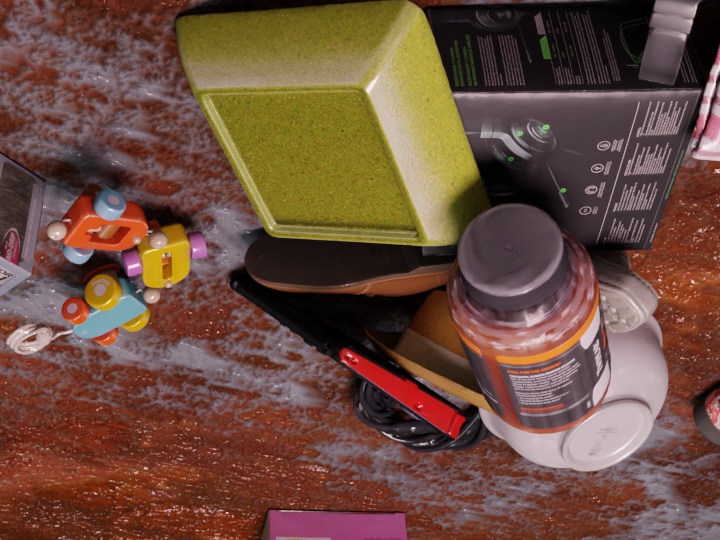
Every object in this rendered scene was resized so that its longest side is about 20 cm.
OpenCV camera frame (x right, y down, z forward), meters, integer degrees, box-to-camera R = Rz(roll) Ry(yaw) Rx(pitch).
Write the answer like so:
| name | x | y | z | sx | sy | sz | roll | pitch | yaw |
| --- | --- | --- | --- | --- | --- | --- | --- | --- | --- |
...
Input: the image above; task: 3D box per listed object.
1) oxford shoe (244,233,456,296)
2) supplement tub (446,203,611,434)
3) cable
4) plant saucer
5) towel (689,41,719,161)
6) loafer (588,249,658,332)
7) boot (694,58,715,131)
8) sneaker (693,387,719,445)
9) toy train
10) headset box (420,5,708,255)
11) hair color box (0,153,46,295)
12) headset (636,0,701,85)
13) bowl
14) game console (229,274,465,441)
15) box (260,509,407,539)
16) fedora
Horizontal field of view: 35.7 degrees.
| name | x | y | z | sx | sy | sz | roll | pitch | yaw |
| --- | --- | --- | --- | --- | --- | --- | --- | --- | --- |
| oxford shoe | 0.000 | 0.000 | 0.968 | 0.199 | 0.072 | 0.071 | -2 | 147 | -6 |
| supplement tub | 0.122 | 0.035 | 0.806 | 0.106 | 0.107 | 0.200 | -12 | 148 | 10 |
| cable | 0.073 | 0.128 | 1.159 | 0.163 | 0.051 | 0.200 | -21 | 141 | 27 |
| plant saucer | -0.024 | -0.087 | 0.785 | 0.199 | 0.048 | 0.200 | 4 | 137 | 31 |
| towel | 0.304 | -0.151 | 0.713 | 0.146 | 0.030 | 0.201 | 3 | 124 | -5 |
| loafer | 0.191 | 0.002 | 0.917 | 0.070 | 0.200 | 0.070 | -43 | 105 | -5 |
| boot | 0.300 | -0.160 | 0.791 | 0.154 | 0.074 | 0.200 | -18 | 140 | 14 |
| sneaker | 0.473 | 0.163 | 1.220 | 0.201 | 0.067 | 0.108 | 19 | 138 | -23 |
| toy train | -0.216 | -0.008 | 0.924 | 0.150 | 0.056 | 0.200 | 1 | 144 | -40 |
| headset box | 0.131 | -0.100 | 0.834 | 0.199 | 0.093 | 0.175 | -2 | 142 | -3 |
| hair color box | -0.344 | -0.003 | 0.902 | 0.200 | 0.099 | 0.061 | -30 | 134 | 28 |
| headset | 0.191 | -0.215 | 0.690 | 0.094 | 0.124 | 0.201 | 14 | 127 | 10 |
| bowl | 0.223 | 0.131 | 1.096 | 0.200 | 0.091 | 0.202 | -12 | 133 | -13 |
| game console | -0.012 | 0.077 | 0.987 | 0.177 | 0.200 | 0.031 | 32 | 87 | -38 |
| box | -0.043 | 0.397 | 1.435 | 0.175 | 0.097 | 0.200 | 4 | 141 | -11 |
| fedora | 0.104 | 0.070 | 0.984 | 0.200 | 0.200 | 0.082 | 23 | 92 | -31 |
